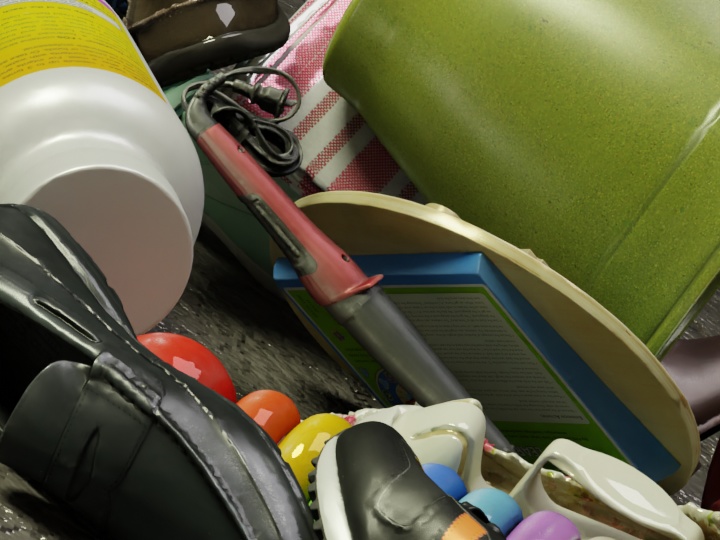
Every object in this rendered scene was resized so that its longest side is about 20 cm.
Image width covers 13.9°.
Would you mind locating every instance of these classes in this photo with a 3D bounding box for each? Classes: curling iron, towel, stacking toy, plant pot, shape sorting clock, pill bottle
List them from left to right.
[{"bbox_3d":[-0.120,-0.043,1.154,0.104,0.104,0.200,28,12,-24],"label":"pill bottle"},{"bbox_3d":[-0.009,0.087,1.023,0.200,0.085,0.085,29,10,15],"label":"stacking toy"},{"bbox_3d":[0.000,0.000,1.136,0.200,0.050,0.026,53,-28,10],"label":"curling iron"},{"bbox_3d":[0.041,-0.046,1.339,0.200,0.030,0.146,44,50,-3],"label":"towel"},{"bbox_3d":[0.051,0.032,1.220,0.200,0.039,0.200,29,-27,16],"label":"shape sorting clock"},{"bbox_3d":[0.094,-0.076,1.263,0.193,0.200,0.200,37,12,7],"label":"plant pot"}]

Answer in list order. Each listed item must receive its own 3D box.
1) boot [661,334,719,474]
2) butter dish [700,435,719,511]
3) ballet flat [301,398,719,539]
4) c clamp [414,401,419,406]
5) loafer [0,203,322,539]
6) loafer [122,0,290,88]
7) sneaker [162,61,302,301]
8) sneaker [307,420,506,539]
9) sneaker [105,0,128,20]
[{"bbox_3d":[0.106,0.003,1.399,0.200,0.064,0.186,47,47,3],"label":"boot"},{"bbox_3d":[0.215,0.114,1.309,0.148,0.200,0.200,-5,36,-33],"label":"butter dish"},{"bbox_3d":[0.053,0.082,1.076,0.200,0.064,0.076,18,35,10],"label":"ballet flat"},{"bbox_3d":[0.095,0.108,1.122,0.200,0.027,0.171,20,32,8],"label":"c clamp"},{"bbox_3d":[-0.087,0.054,0.969,0.070,0.068,0.201,-13,49,-44],"label":"loafer"},{"bbox_3d":[-0.074,-0.135,1.315,0.200,0.073,0.071,-89,159,-70],"label":"loafer"},{"bbox_3d":[-0.070,-0.084,1.395,0.200,0.118,0.074,38,54,18],"label":"sneaker"},{"bbox_3d":[0.052,0.114,0.904,0.070,0.090,0.200,55,9,-46],"label":"sneaker"},{"bbox_3d":[-0.180,-0.136,1.348,0.200,0.076,0.077,-4,23,-34],"label":"sneaker"}]
